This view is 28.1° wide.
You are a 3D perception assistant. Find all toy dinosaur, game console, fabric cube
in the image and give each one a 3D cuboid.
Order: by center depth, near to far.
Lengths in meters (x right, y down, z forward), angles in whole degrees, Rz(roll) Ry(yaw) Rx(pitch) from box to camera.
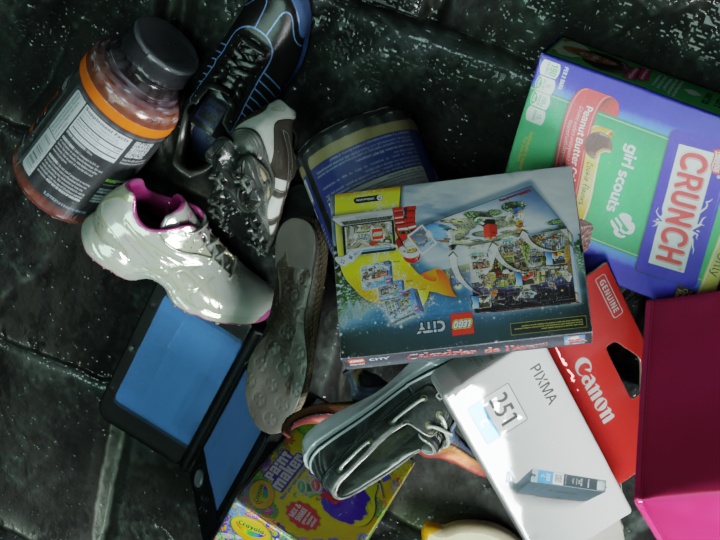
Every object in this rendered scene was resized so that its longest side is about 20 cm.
[{"bbox_3d":[0.342,0.141,1.127,0.197,0.198,0.200,-11,137,26],"label":"fabric cube"},{"bbox_3d":[0.046,0.141,1.319,0.199,0.105,0.182,-39,106,-8],"label":"toy dinosaur"},{"bbox_3d":[-0.167,0.140,1.419,0.115,0.177,0.201,13,125,-26],"label":"game console"}]

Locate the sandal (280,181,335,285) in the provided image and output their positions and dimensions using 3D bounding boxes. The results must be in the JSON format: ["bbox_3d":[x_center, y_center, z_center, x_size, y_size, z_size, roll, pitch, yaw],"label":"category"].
[{"bbox_3d":[-0.001,0.000,1.331,0.200,0.048,0.076,38,120,5],"label":"sandal"}]

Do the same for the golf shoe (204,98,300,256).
[{"bbox_3d":[-0.086,-0.082,1.298,0.077,0.095,0.200,37,160,6],"label":"golf shoe"}]

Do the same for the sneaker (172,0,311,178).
[{"bbox_3d":[-0.108,-0.166,1.288,0.070,0.078,0.201,32,120,7],"label":"sneaker"}]

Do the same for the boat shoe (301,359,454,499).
[{"bbox_3d":[0.048,0.128,1.216,0.199,0.071,0.072,-33,141,-2],"label":"boat shoe"}]

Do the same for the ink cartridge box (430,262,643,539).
[{"bbox_3d":[0.177,0.122,1.199,0.175,0.045,0.201,-32,116,-3],"label":"ink cartridge box"}]

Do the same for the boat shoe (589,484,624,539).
[{"bbox_3d":[0.198,0.177,1.312,0.074,0.093,0.203,-5,79,4],"label":"boat shoe"}]

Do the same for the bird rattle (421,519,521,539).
[{"bbox_3d":[0.114,0.327,1.397,0.198,0.113,0.165,8,98,16],"label":"bird rattle"}]

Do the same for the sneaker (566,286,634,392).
[{"bbox_3d":[0.172,0.079,1.253,0.074,0.081,0.201,38,91,-16],"label":"sneaker"}]

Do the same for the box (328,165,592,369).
[{"bbox_3d":[0.078,-0.002,1.142,0.197,0.038,0.138,-6,74,7],"label":"box"}]

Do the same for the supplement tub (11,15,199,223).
[{"bbox_3d":[-0.232,-0.142,1.334,0.107,0.107,0.200,45,120,-1],"label":"supplement tub"}]

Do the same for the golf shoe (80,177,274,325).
[{"bbox_3d":[-0.160,-0.016,1.348,0.199,0.076,0.092,25,126,-19],"label":"golf shoe"}]

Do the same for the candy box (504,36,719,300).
[{"bbox_3d":[0.224,-0.077,1.189,0.198,0.077,0.171,21,118,12],"label":"candy box"}]

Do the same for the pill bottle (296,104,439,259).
[{"bbox_3d":[0.028,-0.029,1.238,0.111,0.111,0.202,-26,81,29],"label":"pill bottle"}]

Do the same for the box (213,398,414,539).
[{"bbox_3d":[-0.068,0.266,1.383,0.121,0.200,0.194,32,121,7],"label":"box"}]

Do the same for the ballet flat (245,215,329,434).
[{"bbox_3d":[-0.061,0.049,1.314,0.067,0.046,0.203,11,96,26],"label":"ballet flat"}]
